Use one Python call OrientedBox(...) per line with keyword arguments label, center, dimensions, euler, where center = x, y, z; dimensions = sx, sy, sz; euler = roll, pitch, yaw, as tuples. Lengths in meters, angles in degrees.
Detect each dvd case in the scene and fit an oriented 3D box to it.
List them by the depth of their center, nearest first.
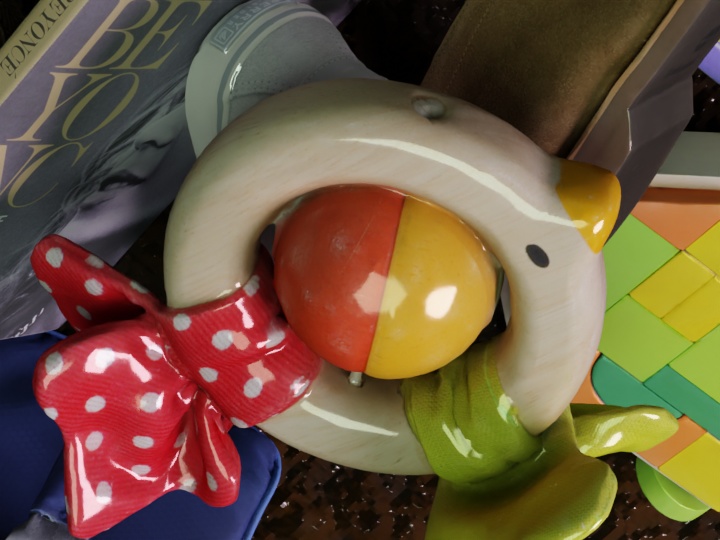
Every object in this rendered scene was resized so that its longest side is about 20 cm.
OrientedBox(label="dvd case", center=(-0.086, -0.041, 0.724), dimensions=(0.200, 0.148, 0.016), euler=(-46, 73, 25))

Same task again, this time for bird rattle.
OrientedBox(label="bird rattle", center=(-0.001, 0.013, 0.669), dimensions=(0.199, 0.113, 0.164), euler=(22, 127, 10))

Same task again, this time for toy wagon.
OrientedBox(label="toy wagon", center=(0.105, 0.009, 0.755), dimensions=(0.199, 0.040, 0.155), euler=(35, 135, -12))

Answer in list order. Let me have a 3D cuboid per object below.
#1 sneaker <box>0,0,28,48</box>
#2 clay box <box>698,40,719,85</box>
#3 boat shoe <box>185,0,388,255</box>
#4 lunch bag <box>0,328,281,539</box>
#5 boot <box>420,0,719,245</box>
OrientedBox(label="sneaker", center=(-0.193, -0.087, 0.747), dimensions=(0.112, 0.071, 0.200), euler=(-38, 101, 19))
OrientedBox(label="clay box", center=(0.157, -0.147, 0.684), dimensions=(0.115, 0.048, 0.200), euler=(35, 119, -12))
OrientedBox(label="boat shoe", center=(0.000, 0.000, 0.743), dimensions=(0.072, 0.068, 0.201), euler=(-32, 138, -24))
OrientedBox(label="lunch bag", center=(-0.115, 0.112, 0.773), dimensions=(0.135, 0.200, 0.133), euler=(21, 117, 1))
OrientedBox(label="boot", center=(0.083, -0.097, 0.661), dimensions=(0.075, 0.073, 0.201), euler=(40, 114, 16))
